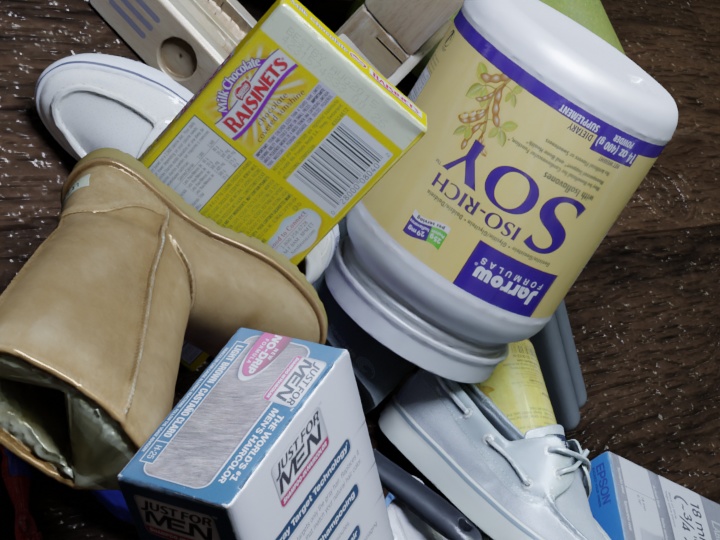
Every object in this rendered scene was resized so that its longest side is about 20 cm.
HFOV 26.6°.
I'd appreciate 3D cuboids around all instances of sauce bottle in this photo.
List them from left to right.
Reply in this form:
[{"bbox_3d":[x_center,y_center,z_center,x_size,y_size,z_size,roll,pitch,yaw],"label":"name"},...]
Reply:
[{"bbox_3d":[0.102,0.128,0.969,0.066,0.066,0.202,17,47,-40],"label":"sauce bottle"}]

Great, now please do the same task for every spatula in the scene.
[{"bbox_3d":[-0.005,0.090,0.860,0.200,0.021,0.056,42,30,23],"label":"spatula"}]

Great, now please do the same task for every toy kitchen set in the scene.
[{"bbox_3d":[-0.055,-0.163,0.940,0.181,0.200,0.163,45,33,-5],"label":"toy kitchen set"}]

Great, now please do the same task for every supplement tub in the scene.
[{"bbox_3d":[0.079,-0.050,0.904,0.144,0.201,0.146,28,19,-10],"label":"supplement tub"}]

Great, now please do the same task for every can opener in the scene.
[{"bbox_3d":[0.109,0.019,1.049,0.202,0.066,0.053,68,30,-23],"label":"can opener"}]

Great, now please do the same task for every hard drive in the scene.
[{"bbox_3d":[0.000,0.000,1.002,0.140,0.033,0.200,51,34,0],"label":"hard drive"}]

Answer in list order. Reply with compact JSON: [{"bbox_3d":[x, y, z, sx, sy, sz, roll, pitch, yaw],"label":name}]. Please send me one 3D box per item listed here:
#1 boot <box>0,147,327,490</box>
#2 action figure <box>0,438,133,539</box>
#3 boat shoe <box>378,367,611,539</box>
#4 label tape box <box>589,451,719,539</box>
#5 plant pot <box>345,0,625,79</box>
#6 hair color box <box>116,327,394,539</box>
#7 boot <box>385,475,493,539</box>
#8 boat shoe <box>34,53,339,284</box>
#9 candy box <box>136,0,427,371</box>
[{"bbox_3d":[-0.095,0.041,0.730,0.174,0.066,0.201,34,25,-16],"label":"boot"},{"bbox_3d":[-0.123,0.107,0.723,0.199,0.065,0.099,40,26,-16],"label":"action figure"},{"bbox_3d":[0.096,0.120,0.898,0.200,0.072,0.070,39,8,30],"label":"boat shoe"},{"bbox_3d":[0.223,0.225,1.023,0.199,0.063,0.145,27,41,-31],"label":"label tape box"},{"bbox_3d":[0.120,-0.183,1.199,0.185,0.199,0.201,52,32,-16],"label":"plant pot"},{"bbox_3d":[-0.034,0.136,0.690,0.100,0.060,0.202,-51,141,-41],"label":"hair color box"},{"bbox_3d":[0.021,0.190,0.823,0.095,0.074,0.200,42,26,-2],"label":"boot"},{"bbox_3d":[-0.104,-0.052,0.867,0.199,0.071,0.070,36,24,-4],"label":"boat shoe"},{"bbox_3d":[-0.066,-0.042,0.813,0.102,0.200,0.026,39,23,-15],"label":"candy box"}]
